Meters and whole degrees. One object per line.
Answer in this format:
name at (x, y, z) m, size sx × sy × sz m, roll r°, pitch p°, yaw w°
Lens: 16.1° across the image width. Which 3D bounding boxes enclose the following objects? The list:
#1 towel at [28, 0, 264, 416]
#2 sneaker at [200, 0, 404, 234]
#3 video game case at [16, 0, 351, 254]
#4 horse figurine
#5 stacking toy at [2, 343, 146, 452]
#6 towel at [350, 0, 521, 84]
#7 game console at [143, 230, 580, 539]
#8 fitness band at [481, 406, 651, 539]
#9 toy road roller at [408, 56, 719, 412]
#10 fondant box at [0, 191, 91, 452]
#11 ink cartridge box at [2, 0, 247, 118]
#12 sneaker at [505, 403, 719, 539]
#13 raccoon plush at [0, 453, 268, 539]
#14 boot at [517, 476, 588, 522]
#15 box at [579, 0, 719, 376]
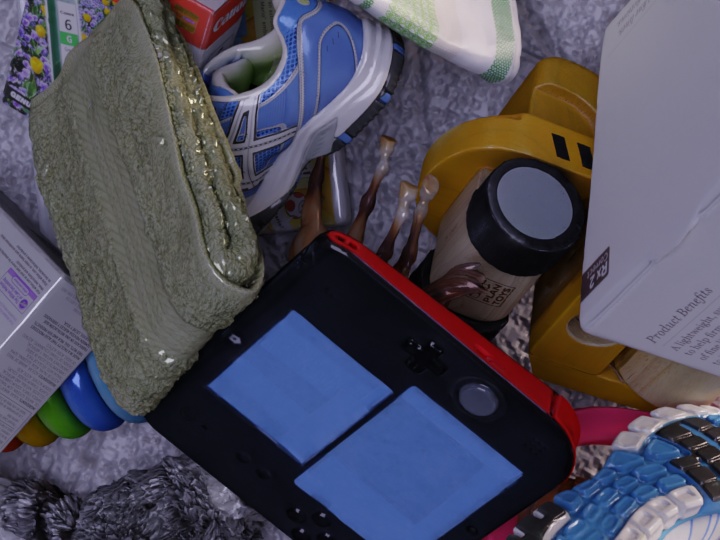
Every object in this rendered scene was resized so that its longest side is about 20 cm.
towel at (-0.117, -0.039, 1.328) m, size 0.148 × 0.036 × 0.200 m, roll -47°, pitch 54°, yaw 43°
sneaker at (-0.066, -0.075, 1.374) m, size 0.077 × 0.076 × 0.200 m, roll 31°, pitch 116°, yaw -26°
video game case at (-0.104, -0.116, 1.462) m, size 0.182 × 0.023 × 0.200 m, roll -6°, pitch 90°, yaw 12°
horse figurine at (0.000, 0.000, 1.351) m, size 0.050 × 0.200 × 0.133 m, roll 11°, pitch 106°, yaw -24°
stacking toy at (-0.177, 0.066, 1.455) m, size 0.200 × 0.085 × 0.085 m, roll -20°, pitch 88°, yaw 15°
towel at (0.009, -0.195, 1.331) m, size 0.031 × 0.200 × 0.149 m, roll -32°, pitch 47°, yaw 34°
game console at (-0.001, 0.080, 1.310) m, size 0.177 × 0.031 × 0.200 m, roll 36°, pitch 135°, yaw -13°
fitness band at (0.160, 0.149, 1.371) m, size 0.200 × 0.037 × 0.144 m, roll 11°, pitch 76°, yaw -11°
toy road roller at (0.128, -0.024, 1.366) m, size 0.200 × 0.123 × 0.146 m, roll 20°, pitch 55°, yaw -12°
fondant box at (-0.250, 0.052, 1.432) m, size 0.200 × 0.058 × 0.144 m, roll -48°, pitch 48°, yaw 0°
ink cartridge box at (-0.121, -0.149, 1.375) m, size 0.109 × 0.050 × 0.200 m, roll 30°, pitch 133°, yaw 10°
sneaker at (0.142, 0.141, 1.321) m, size 0.075 × 0.200 × 0.087 m, roll 35°, pitch 137°, yaw 33°
raccoon plush at (-0.119, 0.112, 1.434) m, size 0.200 × 0.097 × 0.134 m, roll 20°, pitch 94°, yaw 10°
boot at (0.078, 0.115, 1.409) m, size 0.155 × 0.074 × 0.200 m, roll 7°, pitch 103°, yaw 11°
box at (0.212, -0.075, 1.231) m, size 0.131 × 0.199 × 0.200 m, roll 18°, pitch 56°, yaw -15°
